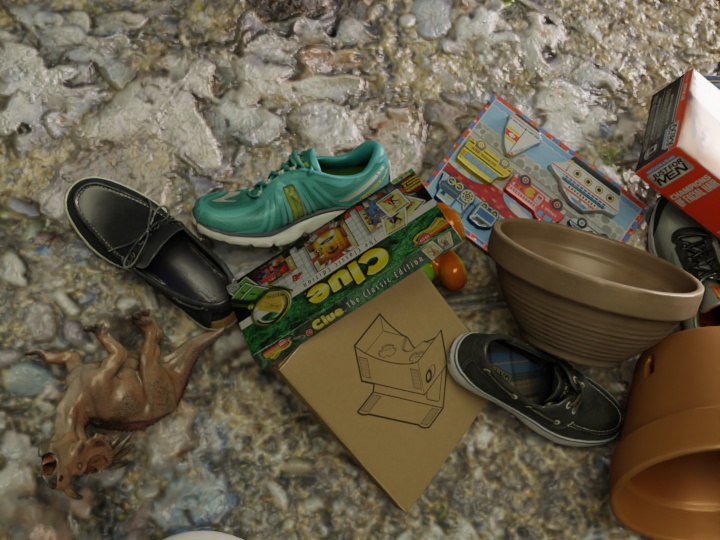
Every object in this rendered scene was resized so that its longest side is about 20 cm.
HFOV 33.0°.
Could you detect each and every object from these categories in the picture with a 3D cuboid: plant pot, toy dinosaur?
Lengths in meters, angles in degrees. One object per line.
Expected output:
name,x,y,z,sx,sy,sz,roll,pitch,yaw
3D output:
plant pot,0.204,0.027,1.116,0.199,0.201,0.093,15,105,-5
plant pot,0.322,0.145,1.099,0.198,0.201,0.141,9,55,-7
toy dinosaur,-0.206,0.113,1.066,0.199,0.086,0.137,-17,86,-32

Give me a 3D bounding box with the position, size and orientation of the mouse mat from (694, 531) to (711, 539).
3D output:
mouse mat,0.410,0.296,1.154,0.199,0.008,0.162,-27,79,-16

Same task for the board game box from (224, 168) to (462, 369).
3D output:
board game box,-0.018,-0.004,1.043,0.199,0.024,0.105,-33,41,1

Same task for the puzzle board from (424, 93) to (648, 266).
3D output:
puzzle board,0.175,-0.069,1.225,0.199,0.017,0.151,37,70,2

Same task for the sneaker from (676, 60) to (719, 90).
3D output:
sneaker,0.422,-0.200,1.283,0.198,0.077,0.086,-14,71,-15

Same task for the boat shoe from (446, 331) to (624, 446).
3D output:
boat shoe,0.171,0.111,1.117,0.199,0.057,0.069,25,70,-23

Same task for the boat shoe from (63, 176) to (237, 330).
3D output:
boat shoe,-0.189,-0.022,1.120,0.200,0.062,0.075,39,72,5

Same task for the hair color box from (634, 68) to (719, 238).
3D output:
hair color box,0.371,-0.093,1.202,0.199,0.064,0.112,33,54,-16

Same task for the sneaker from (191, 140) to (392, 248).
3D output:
sneaker,-0.065,-0.078,1.142,0.198,0.080,0.078,-15,43,-19

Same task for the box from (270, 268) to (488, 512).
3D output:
box,0.031,0.091,1.086,0.164,0.021,0.200,-50,120,-20

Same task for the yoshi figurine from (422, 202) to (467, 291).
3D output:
yoshi figurine,0.006,0.012,1.122,0.198,0.112,0.113,-18,83,-12

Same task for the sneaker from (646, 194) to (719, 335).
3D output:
sneaker,0.336,0.010,1.196,0.073,0.079,0.202,-4,72,-9

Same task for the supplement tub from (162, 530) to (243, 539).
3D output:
supplement tub,-0.129,0.286,0.955,0.143,0.200,0.146,3,72,-9
